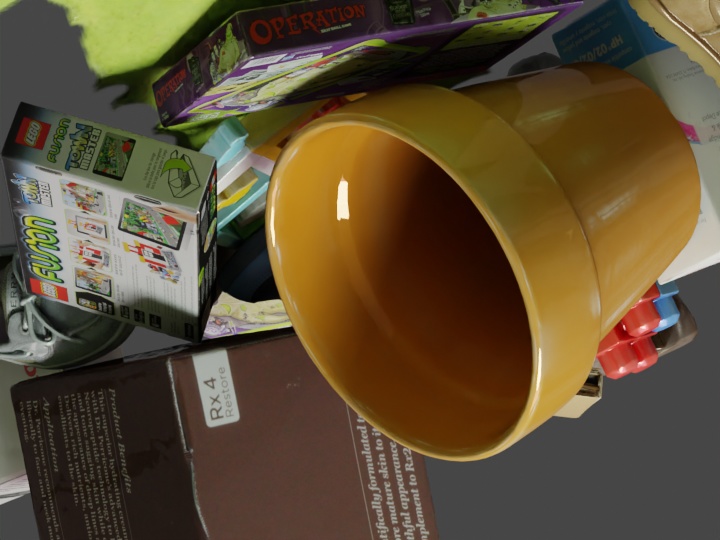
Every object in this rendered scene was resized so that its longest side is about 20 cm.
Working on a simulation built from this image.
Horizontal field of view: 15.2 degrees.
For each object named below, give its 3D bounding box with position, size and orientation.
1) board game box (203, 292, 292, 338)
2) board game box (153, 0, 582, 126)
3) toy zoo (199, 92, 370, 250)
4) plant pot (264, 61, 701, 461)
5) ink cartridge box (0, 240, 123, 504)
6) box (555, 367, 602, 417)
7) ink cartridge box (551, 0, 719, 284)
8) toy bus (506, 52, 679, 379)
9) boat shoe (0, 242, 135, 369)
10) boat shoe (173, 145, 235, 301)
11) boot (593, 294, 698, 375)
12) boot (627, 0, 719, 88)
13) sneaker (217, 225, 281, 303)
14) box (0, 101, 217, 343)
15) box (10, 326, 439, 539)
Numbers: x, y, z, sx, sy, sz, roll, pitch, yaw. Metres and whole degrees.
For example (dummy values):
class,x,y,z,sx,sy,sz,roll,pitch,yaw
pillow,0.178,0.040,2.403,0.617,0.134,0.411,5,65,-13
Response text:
class,x,y,z,sx,sy,sz,roll,pitch,yaw
board game box,-0.034,0.016,1.809,0.200,0.032,0.120,20,127,-28
board game box,0.003,-0.119,1.417,0.200,0.032,0.120,-12,167,-28
toy zoo,-0.046,-0.065,1.569,0.131,0.020,0.200,-40,167,7
plant pot,0.081,-0.025,1.470,0.183,0.200,0.200,-30,180,-37
ink cartridge box,-0.255,0.080,1.774,0.200,0.146,0.084,-22,168,26
box,0.069,0.070,1.746,0.163,0.021,0.200,7,174,2
ink cartridge box,0.205,-0.068,1.554,0.115,0.200,0.068,-19,174,-39
toy bus,0.126,-0.025,1.680,0.136,0.192,0.200,-29,166,33
boat shoe,-0.223,0.019,1.634,0.202,0.075,0.065,2,174,32
boat shoe,-0.124,-0.030,1.630,0.065,0.072,0.200,18,169,14
boot,0.194,-0.018,1.838,0.186,0.200,0.064,-14,142,-19
boot,0.263,-0.155,1.440,0.175,0.066,0.200,27,146,-30
sneaker,0.000,0.000,1.675,0.200,0.082,0.074,-9,154,-43
box,-0.135,-0.023,1.486,0.110,0.035,0.200,17,159,3
box,-0.083,0.125,1.623,0.164,0.166,0.200,-11,-179,-36
